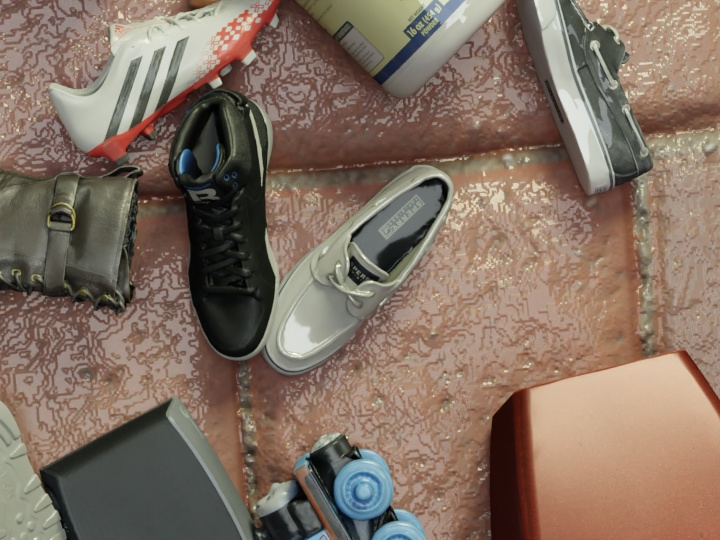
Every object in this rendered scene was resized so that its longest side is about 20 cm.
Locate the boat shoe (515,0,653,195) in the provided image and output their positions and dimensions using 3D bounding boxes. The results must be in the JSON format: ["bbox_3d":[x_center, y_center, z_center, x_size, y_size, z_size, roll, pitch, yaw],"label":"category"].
[{"bbox_3d":[0.174,-0.162,1.573,0.067,0.072,0.201,-21,94,-5],"label":"boat shoe"}]

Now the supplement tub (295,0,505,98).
[{"bbox_3d":[0.009,-0.244,1.517,0.200,0.145,0.145,44,85,-5],"label":"supplement tub"}]

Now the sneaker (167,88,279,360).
[{"bbox_3d":[-0.110,-0.035,1.511,0.072,0.112,0.202,-2,86,14],"label":"sneaker"}]

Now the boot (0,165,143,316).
[{"bbox_3d":[-0.255,0.005,1.510,0.173,0.069,0.202,12,86,2],"label":"boot"}]

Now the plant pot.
[{"bbox_3d":[0.191,0.168,1.521,0.198,0.200,0.178,-13,78,-7],"label":"plant pot"}]

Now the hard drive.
[{"bbox_3d":[-0.146,0.212,1.545,0.134,0.042,0.201,-27,93,-6],"label":"hard drive"}]

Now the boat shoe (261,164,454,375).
[{"bbox_3d":[0.000,0.000,1.553,0.200,0.066,0.072,-43,95,-5],"label":"boat shoe"}]

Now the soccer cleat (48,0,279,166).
[{"bbox_3d":[-0.146,-0.166,1.535,0.200,0.069,0.085,-40,108,-1],"label":"soccer cleat"}]

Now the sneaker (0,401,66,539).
[{"bbox_3d":[-0.281,0.182,1.520,0.076,0.080,0.201,-30,114,-46],"label":"sneaker"}]

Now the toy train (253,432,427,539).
[{"bbox_3d":[-0.001,0.226,1.543,0.114,0.087,0.201,-30,93,0],"label":"toy train"}]
